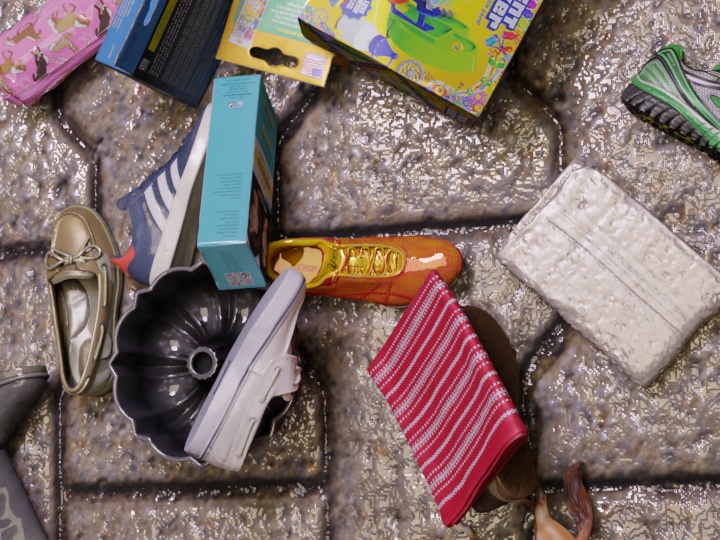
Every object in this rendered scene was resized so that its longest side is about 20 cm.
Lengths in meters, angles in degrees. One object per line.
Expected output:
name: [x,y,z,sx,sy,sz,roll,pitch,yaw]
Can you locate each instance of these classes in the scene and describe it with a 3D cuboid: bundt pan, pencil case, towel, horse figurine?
bundt pan: [-0.143,0.094,1.512,0.202,0.076,0.202,-2,83,17]
pencil case: [-0.300,-0.253,1.594,0.200,0.087,0.083,-33,108,11]
towel: [0.076,0.119,1.403,0.145,0.022,0.200,-58,44,36]
horse figurine: [0.148,0.267,1.422,0.200,0.050,0.133,-43,67,11]
towel: [0.237,0.001,1.432,0.200,0.034,0.133,43,98,15]

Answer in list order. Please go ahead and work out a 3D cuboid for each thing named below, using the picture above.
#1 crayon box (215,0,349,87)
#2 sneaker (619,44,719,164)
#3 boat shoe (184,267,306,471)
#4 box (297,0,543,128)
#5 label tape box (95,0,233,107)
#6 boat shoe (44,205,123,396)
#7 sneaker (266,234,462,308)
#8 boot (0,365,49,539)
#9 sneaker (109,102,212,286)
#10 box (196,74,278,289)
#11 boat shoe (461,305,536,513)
crayon box: [-0.055,-0.289,1.539,0.126,0.052,0.200,17,89,17]
sneaker: [0.341,-0.143,1.392,0.200,0.078,0.085,33,93,18]
boat shoe: [-0.090,0.096,1.430,0.070,0.071,0.200,28,89,-10]
box: [0.073,-0.270,1.436,0.193,0.122,0.200,28,90,0]
label tape box: [-0.194,-0.254,1.498,0.063,0.200,0.144,25,92,18]
boat shoe: [-0.290,0.029,1.569,0.073,0.063,0.201,-5,83,16]
sneaker: [0.000,0.000,1.480,0.200,0.077,0.073,-4,82,15]
boot: [-0.360,0.219,1.567,0.182,0.073,0.200,-34,69,25]
sneaker: [-0.199,-0.083,1.548,0.084,0.075,0.200,20,89,16]
box: [-0.117,-0.087,1.479,0.049,0.082,0.200,-4,58,10]
boat shoe: [0.108,0.131,1.432,0.072,0.072,0.200,-40,53,43]
